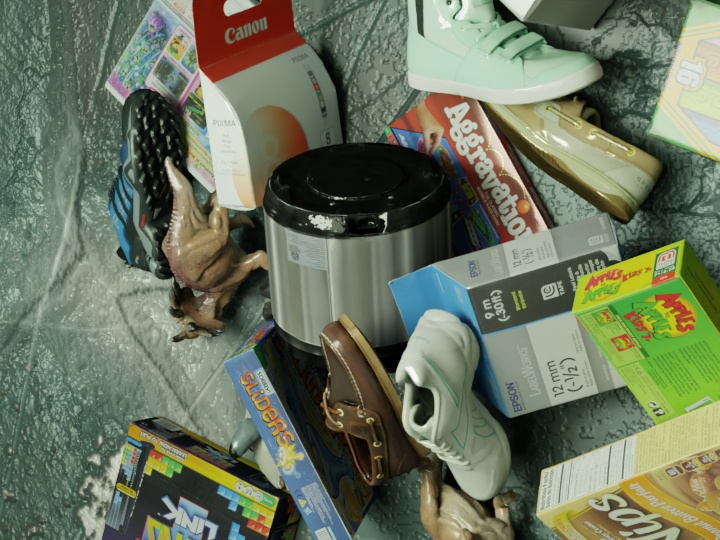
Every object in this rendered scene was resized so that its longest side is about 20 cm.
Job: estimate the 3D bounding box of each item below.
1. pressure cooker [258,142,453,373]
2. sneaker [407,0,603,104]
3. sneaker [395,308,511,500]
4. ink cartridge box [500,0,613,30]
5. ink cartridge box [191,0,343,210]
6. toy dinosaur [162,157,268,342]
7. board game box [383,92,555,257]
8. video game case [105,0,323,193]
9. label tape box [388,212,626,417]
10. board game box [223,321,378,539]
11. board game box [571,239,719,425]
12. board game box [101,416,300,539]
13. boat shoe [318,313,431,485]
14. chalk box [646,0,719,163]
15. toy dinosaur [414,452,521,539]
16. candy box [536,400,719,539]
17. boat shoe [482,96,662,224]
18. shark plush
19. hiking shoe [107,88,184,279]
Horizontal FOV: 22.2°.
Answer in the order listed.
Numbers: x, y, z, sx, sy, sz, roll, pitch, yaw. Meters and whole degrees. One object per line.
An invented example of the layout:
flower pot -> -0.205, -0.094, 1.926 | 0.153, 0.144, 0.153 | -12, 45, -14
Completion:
pressure cooker -> -0.002, 0.001, 1.681 | 0.176, 0.178, 0.200 | -127, 29, -59
sneaker -> 0.118, -0.214, 1.617 | 0.200, 0.074, 0.118 | 9, 117, 37
sneaker -> 0.073, 0.132, 1.596 | 0.070, 0.080, 0.201 | 8, 132, 37
ink cartridge box -> 0.148, -0.326, 1.592 | 0.200, 0.145, 0.145 | 46, 115, 21
ink cartridge box -> -0.082, -0.175, 1.714 | 0.050, 0.162, 0.200 | 8, 113, 31
toy dinosaur -> -0.156, -0.009, 1.799 | 0.135, 0.200, 0.086 | -38, 40, -9
board game box -> 0.107, -0.074, 1.711 | 0.103, 0.019, 0.200 | -35, 75, 28
video game case -> -0.152, -0.199, 1.863 | 0.200, 0.024, 0.182 | 44, 115, 21
label tape box -> 0.141, 0.049, 1.592 | 0.200, 0.066, 0.143 | -17, 120, 5
board game box -> -0.053, 0.151, 1.729 | 0.034, 0.135, 0.200 | -25, 97, 16
board game box -> 0.273, 0.073, 1.533 | 0.101, 0.048, 0.200 | -21, 122, 31
board game box -> -0.167, 0.264, 1.886 | 0.200, 0.057, 0.166 | 22, 104, 29
boat shoe -> 0.002, 0.121, 1.607 | 0.070, 0.200, 0.070 | -31, 43, -5
chalk box -> 0.359, -0.134, 1.487 | 0.200, 0.125, 0.124 | 24, 106, 27
toy dinosaur -> 0.097, 0.246, 1.710 | 0.200, 0.086, 0.136 | 56, 156, 34
candy box -> 0.264, 0.191, 1.568 | 0.200, 0.055, 0.115 | -28, 123, 33
boat shoe -> 0.188, -0.116, 1.631 | 0.066, 0.074, 0.200 | -46, 55, -3
shark plush -> -0.064, 0.118, 1.828 | 0.083, 0.091, 0.200 | 12, 79, 11
hiking shoe -> -0.229, -0.088, 1.873 | 0.087, 0.074, 0.200 | 11, 113, 36
